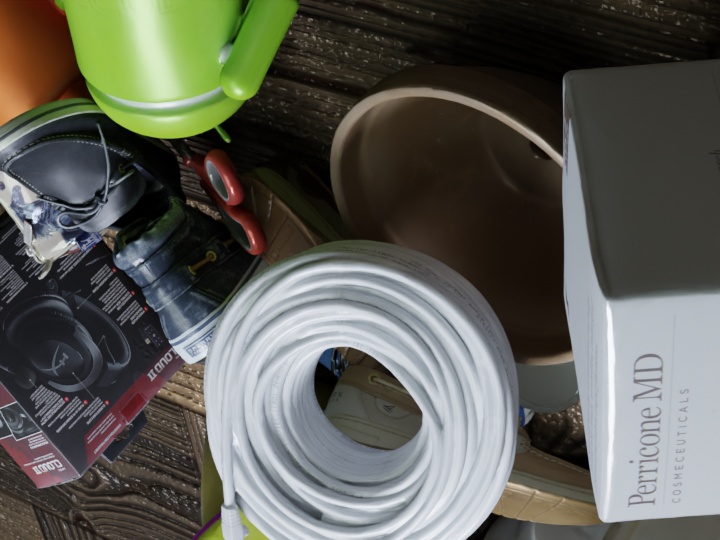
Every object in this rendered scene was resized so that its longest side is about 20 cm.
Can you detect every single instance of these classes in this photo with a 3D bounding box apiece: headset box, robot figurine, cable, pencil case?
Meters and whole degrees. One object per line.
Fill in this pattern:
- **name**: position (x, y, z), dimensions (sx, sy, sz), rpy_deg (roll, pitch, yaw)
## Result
- **headset box**: position (-0.239, 0.059, 1.531), dimensions (0.200, 0.149, 0.077), rpy_deg (52, 144, -15)
- **robot figurine**: position (-0.124, -0.167, 1.210), dimensions (0.175, 0.116, 0.201), rpy_deg (26, 143, 31)
- **cable**: position (0.002, 0.081, 1.172), dimensions (0.198, 0.069, 0.202), rpy_deg (-5, 102, 22)
- **robot figurine**: position (-0.250, -0.159, 1.338), dimensions (0.200, 0.117, 0.144), rpy_deg (45, 160, -3)
- **pencil case**: position (-0.261, -0.096, 1.441), dimensions (0.200, 0.090, 0.078), rpy_deg (50, 144, -11)

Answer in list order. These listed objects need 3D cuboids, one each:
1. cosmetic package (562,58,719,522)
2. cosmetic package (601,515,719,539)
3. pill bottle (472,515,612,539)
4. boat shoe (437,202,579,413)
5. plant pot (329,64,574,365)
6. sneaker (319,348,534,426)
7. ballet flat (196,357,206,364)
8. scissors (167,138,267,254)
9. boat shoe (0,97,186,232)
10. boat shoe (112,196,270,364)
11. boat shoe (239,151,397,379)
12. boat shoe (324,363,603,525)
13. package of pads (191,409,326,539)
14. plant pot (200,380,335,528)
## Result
- **cosmetic package**: position (0.205, 0.005, 0.970), dimensions (0.198, 0.166, 0.166), rpy_deg (-5, 134, 1)
- **cosmetic package**: position (0.176, 0.193, 1.218), dimensions (0.071, 0.200, 0.106), rpy_deg (34, 128, 9)
- **pill bottle**: position (0.122, 0.229, 1.401), dimensions (0.109, 0.110, 0.200), rpy_deg (40, 145, 2)
- **boat shoe**: position (0.075, 0.010, 1.276), dimensions (0.200, 0.073, 0.062), rpy_deg (45, -172, -15)
- **plant pot**: position (0.087, -0.050, 1.154), dimensions (0.200, 0.093, 0.202), rpy_deg (25, 142, 21)
- **sneaker**: position (0.018, 0.071, 1.350), dimensions (0.199, 0.089, 0.079), rpy_deg (26, 142, 25)
- **ballet flat**: position (-0.091, 0.037, 1.392), dimensions (0.200, 0.067, 0.047), rpy_deg (-148, 54, -84)
- **scissors**: position (-0.108, -0.063, 1.313), dimensions (0.200, 0.014, 0.074), rpy_deg (34, 150, 62)
- **boat shoe**: position (-0.174, -0.063, 1.283), dimensions (0.074, 0.200, 0.063), rpy_deg (-31, 70, 16)
- **boat shoe**: position (-0.109, -0.014, 1.322), dimensions (0.071, 0.200, 0.091), rpy_deg (-33, 101, 12)
- **boat shoe**: position (0.000, 0.000, 1.308), dimensions (0.200, 0.072, 0.072), rpy_deg (44, 135, 8)
- **boat shoe**: position (0.073, 0.109, 1.255), dimensions (0.198, 0.070, 0.074), rpy_deg (17, 157, -4)
- **package of pads**: position (-0.008, 0.216, 1.305), dimensions (0.200, 0.154, 0.068), rpy_deg (47, -176, 3)
- **plant pot**: position (-0.022, 0.170, 1.430), dimensions (0.141, 0.201, 0.201), rpy_deg (-2, 131, 13)
